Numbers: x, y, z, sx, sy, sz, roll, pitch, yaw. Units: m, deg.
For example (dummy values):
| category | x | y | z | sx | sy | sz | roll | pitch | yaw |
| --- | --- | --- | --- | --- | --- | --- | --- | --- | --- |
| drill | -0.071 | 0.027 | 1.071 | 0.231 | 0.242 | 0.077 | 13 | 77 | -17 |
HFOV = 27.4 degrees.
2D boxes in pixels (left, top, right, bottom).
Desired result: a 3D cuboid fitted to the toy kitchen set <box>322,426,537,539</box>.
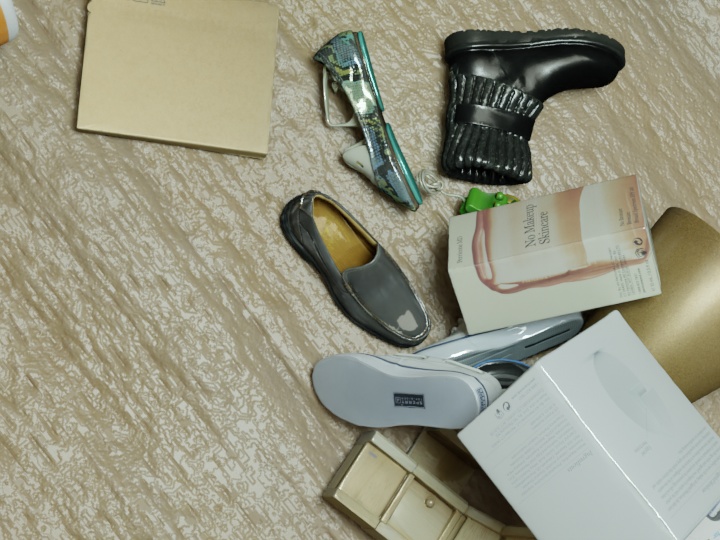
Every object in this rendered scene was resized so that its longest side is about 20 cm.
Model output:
| category | x | y | z | sx | sy | sz | roll | pitch | yaw |
| --- | --- | --- | --- | --- | --- | --- | --- | --- | --- |
| toy kitchen set | 0.107 | 0.212 | 1.439 | 0.199 | 0.180 | 0.164 | 38 | 72 | -11 |

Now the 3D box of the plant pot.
| category | x | y | z | sx | sy | sz | roll | pitch | yaw |
| --- | --- | --- | --- | --- | --- | --- | --- | --- | --- |
| plant pot | 0.313 | 0.069 | 1.536 | 0.200 | 0.186 | 0.187 | -41 | 93 | -6 |

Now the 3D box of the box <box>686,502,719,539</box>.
| category | x | y | z | sx | sy | sz | roll | pitch | yaw |
| --- | --- | --- | --- | --- | --- | --- | --- | --- | --- |
| box | 0.350 | 0.250 | 1.578 | 0.119 | 0.041 | 0.201 | -36 | 94 | -18 |

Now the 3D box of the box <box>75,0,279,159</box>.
| category | x | y | z | sx | sy | sz | roll | pitch | yaw |
| --- | --- | --- | --- | --- | --- | --- | --- | --- | --- |
| box | -0.186 | -0.208 | 1.509 | 0.197 | 0.021 | 0.166 | 7 | 79 | -15 |

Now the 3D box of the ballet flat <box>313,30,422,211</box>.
| category | x | y | z | sx | sy | sz | roll | pitch | yaw |
| --- | --- | --- | --- | --- | --- | --- | --- | --- | --- |
| ballet flat | 0.003 | -0.148 | 1.539 | 0.073 | 0.074 | 0.202 | -18 | 84 | -18 |

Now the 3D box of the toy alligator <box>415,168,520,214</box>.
| category | x | y | z | sx | sy | sz | roll | pitch | yaw |
| --- | --- | --- | --- | --- | --- | --- | --- | --- | --- |
| toy alligator | 0.150 | -0.057 | 1.548 | 0.199 | 0.054 | 0.060 | 33 | 53 | -19 |

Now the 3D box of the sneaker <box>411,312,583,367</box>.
| category | x | y | z | sx | sy | sz | roll | pitch | yaw |
| --- | --- | --- | --- | --- | --- | --- | --- | --- | --- |
| sneaker | 0.132 | 0.064 | 1.540 | 0.198 | 0.073 | 0.071 | -18 | 58 | -15 |

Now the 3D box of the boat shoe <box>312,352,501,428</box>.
| category | x | y | z | sx | sy | sz | roll | pitch | yaw |
| --- | --- | --- | --- | --- | --- | --- | --- | --- | --- |
| boat shoe | 0.046 | 0.118 | 1.463 | 0.065 | 0.198 | 0.075 | -18 | 114 | -54 |

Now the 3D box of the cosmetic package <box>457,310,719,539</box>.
| category | x | y | z | sx | sy | sz | roll | pitch | yaw |
| --- | --- | --- | --- | --- | --- | --- | --- | --- | --- |
| cosmetic package | 0.229 | 0.172 | 1.382 | 0.201 | 0.123 | 0.199 | 51 | 32 | 12 |

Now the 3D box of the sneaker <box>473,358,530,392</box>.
| category | x | y | z | sx | sy | sz | roll | pitch | yaw |
| --- | --- | --- | --- | --- | --- | --- | --- | --- | --- |
| sneaker | 0.187 | 0.166 | 1.503 | 0.200 | 0.083 | 0.071 | 45 | 106 | -3 |

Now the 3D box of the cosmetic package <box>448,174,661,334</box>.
| category | x | y | z | sx | sy | sz | roll | pitch | yaw |
| --- | --- | --- | --- | --- | --- | --- | --- | --- | --- |
| cosmetic package | 0.192 | -0.016 | 1.476 | 0.198 | 0.104 | 0.088 | -14 | 124 | 12 |

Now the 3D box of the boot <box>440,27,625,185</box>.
| category | x | y | z | sx | sy | sz | roll | pitch | yaw |
| --- | --- | --- | --- | --- | --- | --- | --- | --- | --- |
| boot | 0.185 | -0.170 | 1.576 | 0.208 | 0.080 | 0.160 | -1 | 74 | -5 |

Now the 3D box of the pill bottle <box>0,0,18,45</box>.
| category | x | y | z | sx | sy | sz | roll | pitch | yaw |
| --- | --- | --- | --- | --- | --- | --- | --- | --- | --- |
| pill bottle | -0.436 | -0.235 | 1.396 | 0.198 | 0.112 | 0.113 | -27 | 89 | -18 |

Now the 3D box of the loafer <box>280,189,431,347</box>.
| category | x | y | z | sx | sy | sz | roll | pitch | yaw |
| --- | --- | --- | --- | --- | --- | --- | --- | --- | --- |
| loafer | 0.000 | 0.000 | 1.501 | 0.200 | 0.072 | 0.073 | 43 | 72 | -6 |
